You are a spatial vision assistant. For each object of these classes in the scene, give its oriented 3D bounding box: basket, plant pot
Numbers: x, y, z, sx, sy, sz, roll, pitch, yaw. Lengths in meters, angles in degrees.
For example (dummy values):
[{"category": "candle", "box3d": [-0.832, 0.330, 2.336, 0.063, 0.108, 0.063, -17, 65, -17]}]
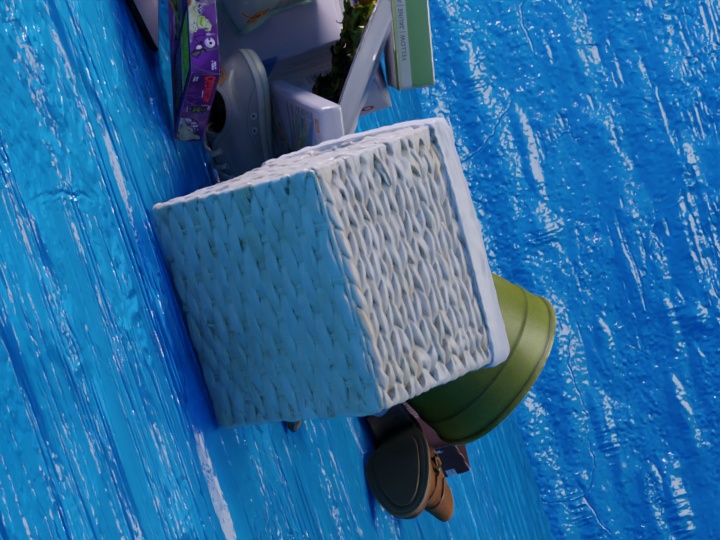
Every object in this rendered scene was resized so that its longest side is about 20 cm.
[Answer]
[{"category": "basket", "box3d": [-0.024, 0.009, 1.372, 0.161, 0.198, 0.201, -24, 100, -46]}, {"category": "plant pot", "box3d": [0.080, 0.061, 2.020, 0.193, 0.200, 0.201, 36, 24, -20]}]

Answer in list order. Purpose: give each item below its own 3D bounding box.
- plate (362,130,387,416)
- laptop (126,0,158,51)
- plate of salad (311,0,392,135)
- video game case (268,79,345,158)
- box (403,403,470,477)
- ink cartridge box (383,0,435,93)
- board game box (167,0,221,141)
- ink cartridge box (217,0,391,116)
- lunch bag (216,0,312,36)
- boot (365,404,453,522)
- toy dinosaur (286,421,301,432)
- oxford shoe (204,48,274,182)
[{"category": "plate", "box3d": [0.001, 0.009, 1.623, 0.200, 0.032, 0.200, 66, -31, 21]}, {"category": "laptop", "box3d": [-0.160, -0.327, 1.504, 0.188, 0.116, 0.200, -96, 167, -47]}, {"category": "plate of salad", "box3d": [-0.016, -0.168, 1.625, 0.200, 0.048, 0.201, -160, -90, -90]}, {"category": "video game case", "box3d": [-0.041, -0.064, 1.554, 0.200, 0.022, 0.183, -144, -136, -70]}, {"category": "box", "box3d": [0.077, 0.155, 2.268, 0.100, 0.075, 0.200, 60, 15, -59]}, {"category": "ink cartridge box", "box3d": [0.046, -0.249, 1.757, 0.200, 0.048, 0.146, -120, -156, -81]}, {"category": "board game box", "box3d": [-0.141, -0.222, 1.495, 0.120, 0.032, 0.201, 126, -38, -62]}, {"category": "ink cartridge box", "box3d": [-0.073, -0.234, 1.781, 0.200, 0.147, 0.145, 49, 26, -70]}, {"category": "lunch bag", "box3d": [-0.106, -0.340, 1.598, 0.200, 0.122, 0.170, 57, -24, 12]}, {"category": "boot", "box3d": [0.064, 0.234, 1.997, 0.200, 0.074, 0.155, -101, 165, -52]}, {"category": "toy dinosaur", "box3d": [-0.072, 0.041, 1.626, 0.088, 0.047, 0.200, -44, 115, -73]}, {"category": "oxford shoe", "box3d": [-0.110, -0.102, 1.624, 0.075, 0.058, 0.200, 39, -39, 53]}]
